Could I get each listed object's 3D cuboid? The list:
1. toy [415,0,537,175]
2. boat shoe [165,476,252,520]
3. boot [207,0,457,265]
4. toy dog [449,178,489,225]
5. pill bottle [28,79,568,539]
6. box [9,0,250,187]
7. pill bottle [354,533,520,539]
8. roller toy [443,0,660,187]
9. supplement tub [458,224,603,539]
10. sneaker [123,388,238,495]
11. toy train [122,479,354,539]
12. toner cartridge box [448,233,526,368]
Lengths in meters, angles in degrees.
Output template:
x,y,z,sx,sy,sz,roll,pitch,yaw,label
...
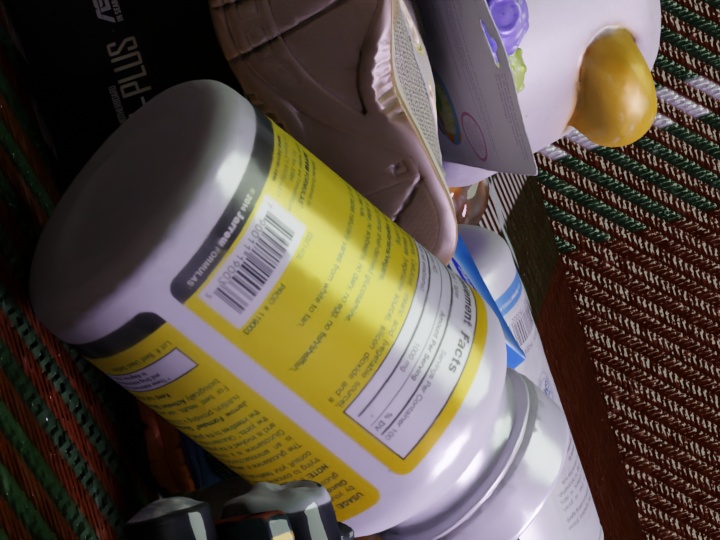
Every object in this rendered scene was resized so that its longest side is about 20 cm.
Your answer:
x,y,z,sx,sy,sz,roll,pitch,yaw,label
0.042,-0.108,1.327,0.200,0.047,0.116,11,-58,70,toy
-0.024,0.178,1.206,0.073,0.063,0.202,-59,132,-78,boat shoe
-0.014,-0.110,1.213,0.155,0.072,0.201,-94,165,-62,boot
0.011,-0.091,1.700,0.200,0.139,0.195,61,28,-54,toy dog
-0.019,0.028,1.124,0.200,0.112,0.113,40,24,-24,pill bottle
-0.071,-0.069,1.283,0.200,0.086,0.165,-41,115,-80,box
0.027,0.170,1.288,0.106,0.106,0.201,-95,178,-53,pill bottle
0.061,-0.148,1.505,0.200,0.139,0.183,23,-43,62,roller toy
0.045,0.089,1.588,0.132,0.131,0.201,-81,154,-70,supplement tub
-0.037,0.074,1.263,0.200,0.078,0.076,49,27,-70,sneaker
-0.027,0.171,1.027,0.114,0.085,0.201,-14,89,-48,toy train
0.000,0.000,1.422,0.043,0.095,0.200,39,15,-39,toner cartridge box
